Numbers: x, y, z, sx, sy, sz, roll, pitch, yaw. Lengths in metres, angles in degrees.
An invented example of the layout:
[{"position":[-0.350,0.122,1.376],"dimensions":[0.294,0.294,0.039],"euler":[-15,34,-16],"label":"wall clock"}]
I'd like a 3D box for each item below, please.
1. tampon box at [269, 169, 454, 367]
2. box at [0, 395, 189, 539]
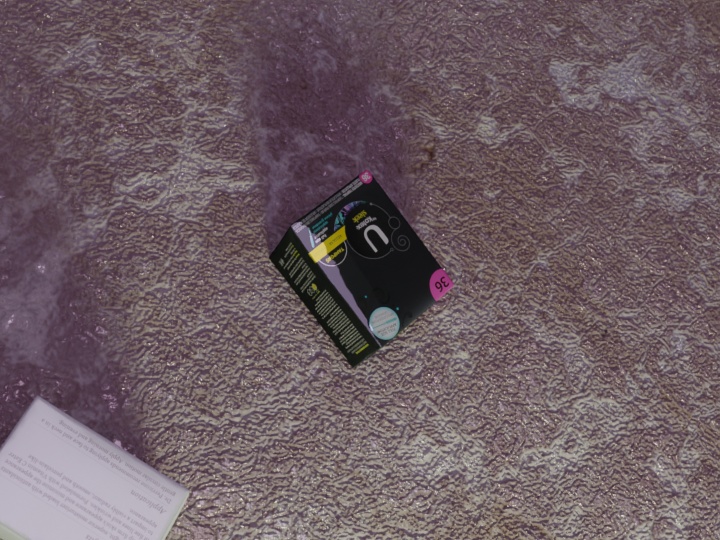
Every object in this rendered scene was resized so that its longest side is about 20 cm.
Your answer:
[{"position":[0.000,0.000,1.277],"dimensions":[0.149,0.126,0.201],"euler":[-38,88,-25],"label":"tampon box"},{"position":[-0.316,0.265,1.036],"dimensions":[0.197,0.200,0.132],"euler":[34,63,-6],"label":"box"}]
